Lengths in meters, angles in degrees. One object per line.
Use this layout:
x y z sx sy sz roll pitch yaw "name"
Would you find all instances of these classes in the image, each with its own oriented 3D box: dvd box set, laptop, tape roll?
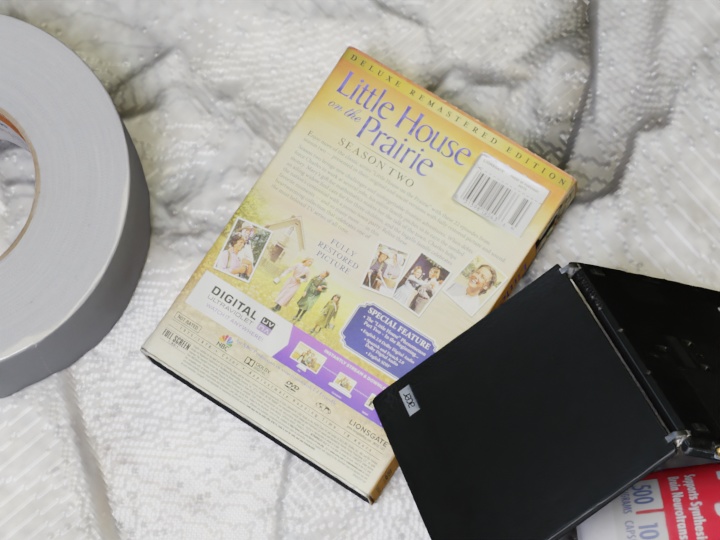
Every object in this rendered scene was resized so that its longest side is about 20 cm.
0.000 0.000 1.154 0.146 0.029 0.200 31 80 13 "dvd box set"
0.131 0.081 1.053 0.200 0.177 0.103 11 115 -20 "laptop"
-0.214 -0.034 1.168 0.200 0.066 0.201 -1 75 5 "tape roll"

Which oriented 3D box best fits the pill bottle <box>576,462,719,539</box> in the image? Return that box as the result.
0.207 0.143 1.051 0.199 0.112 0.113 -8 73 3 "pill bottle"
